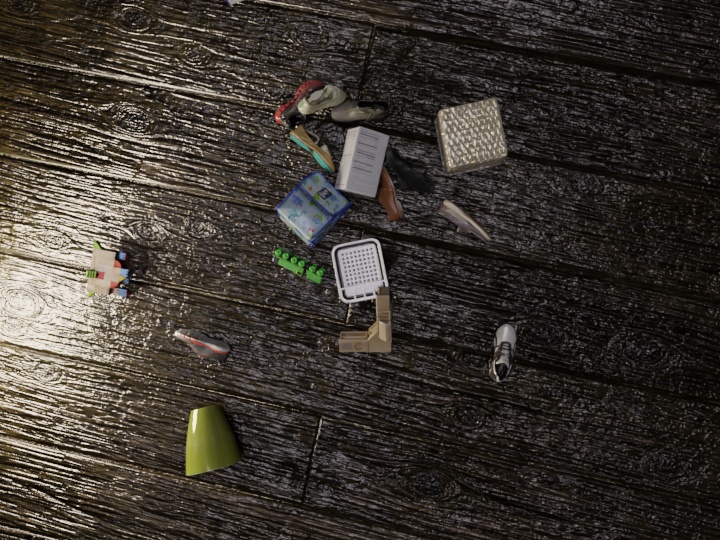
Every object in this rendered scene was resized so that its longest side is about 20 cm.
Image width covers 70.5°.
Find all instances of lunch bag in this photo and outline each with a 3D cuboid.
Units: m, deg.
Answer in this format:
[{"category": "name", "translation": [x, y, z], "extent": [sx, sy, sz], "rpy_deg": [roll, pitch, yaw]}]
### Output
[{"category": "lunch bag", "translation": [-0.154, -0.208, 1.690], "extent": [0.170, 0.127, 0.200], "rpy_deg": [43, 79, 3]}]

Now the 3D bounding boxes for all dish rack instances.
[{"category": "dish rack", "translation": [0.000, 0.000, 1.726], "extent": [0.170, 0.044, 0.202], "rpy_deg": [-11, 93, 5]}]

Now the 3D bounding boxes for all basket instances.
[{"category": "basket", "translation": [0.350, -0.425, 1.620], "extent": [0.196, 0.161, 0.202], "rpy_deg": [-11, 91, 5]}]

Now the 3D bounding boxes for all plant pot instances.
[{"category": "plant pot", "translation": [-0.515, 0.570, 1.742], "extent": [0.186, 0.187, 0.202], "rpy_deg": [-15, 77, 5]}]

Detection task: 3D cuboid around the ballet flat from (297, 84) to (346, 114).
[{"category": "ballet flat", "translation": [-0.114, -0.558, 1.639], "extent": [0.200, 0.069, 0.070], "rpy_deg": [-36, 91, -32]}]

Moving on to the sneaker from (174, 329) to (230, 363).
[{"category": "sneaker", "translation": [-0.556, 0.269, 1.766], "extent": [0.199, 0.077, 0.082], "rpy_deg": [22, 101, 3]}]

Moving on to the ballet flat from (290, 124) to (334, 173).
[{"category": "ballet flat", "translation": [-0.147, -0.411, 1.702], "extent": [0.200, 0.069, 0.063], "rpy_deg": [42, 81, -1]}]

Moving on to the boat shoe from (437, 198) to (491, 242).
[{"category": "boat shoe", "translation": [0.342, -0.154, 1.684], "extent": [0.200, 0.072, 0.065], "rpy_deg": [39, 107, -2]}]

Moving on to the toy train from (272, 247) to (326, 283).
[{"category": "toy train", "translation": [-0.212, -0.015, 1.743], "extent": [0.199, 0.042, 0.057], "rpy_deg": [26, 105, 2]}]

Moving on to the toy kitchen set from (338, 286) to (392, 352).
[{"category": "toy kitchen set", "translation": [0.014, 0.177, 1.652], "extent": [0.179, 0.163, 0.202], "rpy_deg": [-1, 109, 4]}]

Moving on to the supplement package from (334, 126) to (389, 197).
[{"category": "supplement package", "translation": [0.003, -0.350, 1.654], "extent": [0.109, 0.114, 0.202], "rpy_deg": [12, 95, -23]}]

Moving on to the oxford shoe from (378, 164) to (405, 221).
[{"category": "oxford shoe", "translation": [0.086, -0.261, 1.693], "extent": [0.071, 0.071, 0.202], "rpy_deg": [-17, 93, 10]}]

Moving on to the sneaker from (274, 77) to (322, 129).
[{"category": "sneaker", "translation": [-0.189, -0.544, 1.681], "extent": [0.200, 0.071, 0.098], "rpy_deg": [-43, 61, 7]}]

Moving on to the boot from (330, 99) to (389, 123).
[{"category": "boot", "translation": [-0.004, -0.528, 1.650], "extent": [0.198, 0.131, 0.068], "rpy_deg": [0, 93, 4]}]

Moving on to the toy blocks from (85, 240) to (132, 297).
[{"category": "toy blocks", "translation": [-0.860, 0.008, 1.768], "extent": [0.135, 0.100, 0.202], "rpy_deg": [11, 95, -9]}]

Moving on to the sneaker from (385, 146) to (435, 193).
[{"category": "sneaker", "translation": [0.164, -0.328, 1.654], "extent": [0.103, 0.060, 0.200], "rpy_deg": [-10, 133, 26]}]

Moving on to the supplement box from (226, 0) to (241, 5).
[{"category": "supplement box", "translation": [-0.427, -1.002, 1.665], "extent": [0.103, 0.101, 0.202], "rpy_deg": [-17, 93, 4]}]

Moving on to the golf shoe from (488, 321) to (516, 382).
[{"category": "golf shoe", "translation": [0.480, 0.273, 1.686], "extent": [0.077, 0.094, 0.202], "rpy_deg": [8, 92, 4]}]
